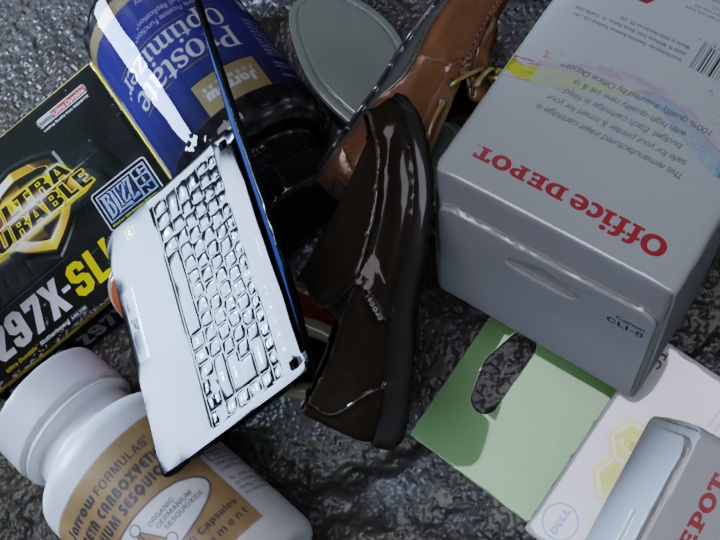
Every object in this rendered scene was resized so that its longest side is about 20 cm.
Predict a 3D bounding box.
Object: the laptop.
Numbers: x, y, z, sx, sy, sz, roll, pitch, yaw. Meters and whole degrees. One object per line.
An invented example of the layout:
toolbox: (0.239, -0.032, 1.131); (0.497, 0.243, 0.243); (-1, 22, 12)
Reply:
laptop: (-0.100, -0.012, 0.666); (0.200, 0.103, 0.178); (-37, 56, 27)

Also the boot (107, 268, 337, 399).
boot: (-0.080, 0.032, 0.758); (0.198, 0.107, 0.076); (16, 97, 9)

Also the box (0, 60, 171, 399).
box: (-0.221, -0.028, 0.857); (0.200, 0.049, 0.160); (-38, 73, 4)

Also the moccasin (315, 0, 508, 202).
moccasin: (0.054, -0.116, 0.738); (0.077, 0.074, 0.202); (35, 69, -4)

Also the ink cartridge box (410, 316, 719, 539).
ink cartridge box: (0.145, 0.102, 0.734); (0.199, 0.048, 0.146); (35, 89, 16)

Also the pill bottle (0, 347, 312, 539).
pill bottle: (-0.138, 0.144, 0.762); (0.200, 0.114, 0.115); (38, 89, 19)

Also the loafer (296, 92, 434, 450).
loafer: (0.000, 0.000, 0.664); (0.071, 0.073, 0.202); (5, 92, -2)

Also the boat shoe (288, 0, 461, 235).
boat shoe: (0.015, -0.104, 0.804); (0.075, 0.060, 0.201); (-27, 70, -13)

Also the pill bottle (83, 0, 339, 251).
pill bottle: (-0.095, -0.112, 0.807); (0.112, 0.112, 0.200); (-38, 70, 4)

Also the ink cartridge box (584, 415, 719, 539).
ink cartridge box: (0.218, 0.190, 0.641); (0.199, 0.085, 0.145); (30, 87, -4)

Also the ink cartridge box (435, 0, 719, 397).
ink cartridge box: (0.152, -0.061, 0.688); (0.145, 0.145, 0.200); (30, 68, 18)
